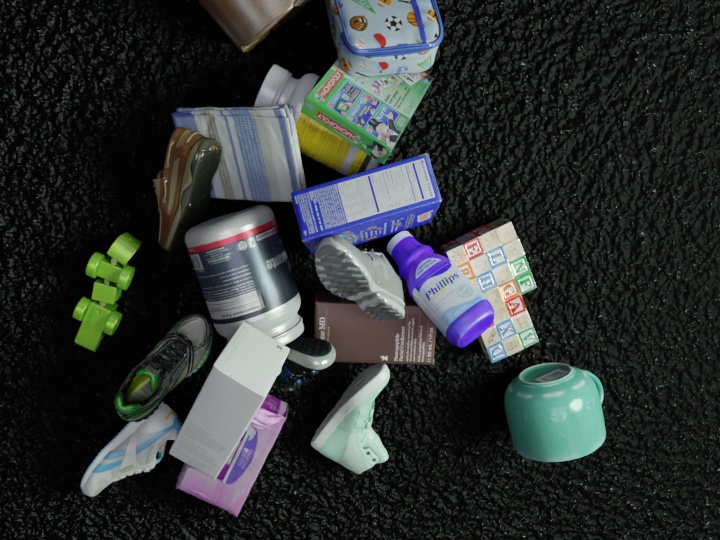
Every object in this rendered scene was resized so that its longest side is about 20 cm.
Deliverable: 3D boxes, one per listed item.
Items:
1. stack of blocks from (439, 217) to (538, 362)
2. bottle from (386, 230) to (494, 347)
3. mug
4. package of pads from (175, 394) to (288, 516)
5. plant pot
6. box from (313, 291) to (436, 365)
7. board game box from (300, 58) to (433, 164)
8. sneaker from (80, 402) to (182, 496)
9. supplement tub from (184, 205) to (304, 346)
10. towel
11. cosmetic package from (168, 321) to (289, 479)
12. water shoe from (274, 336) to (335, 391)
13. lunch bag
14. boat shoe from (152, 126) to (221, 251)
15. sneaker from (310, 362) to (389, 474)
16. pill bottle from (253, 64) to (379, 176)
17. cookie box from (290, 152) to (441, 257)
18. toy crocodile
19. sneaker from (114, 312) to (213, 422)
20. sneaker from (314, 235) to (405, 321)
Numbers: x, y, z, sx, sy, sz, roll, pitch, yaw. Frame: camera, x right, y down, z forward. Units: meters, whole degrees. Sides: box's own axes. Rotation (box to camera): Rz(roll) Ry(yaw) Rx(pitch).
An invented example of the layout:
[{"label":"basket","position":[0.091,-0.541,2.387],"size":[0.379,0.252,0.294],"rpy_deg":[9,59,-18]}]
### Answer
[{"label":"stack of blocks","position":[0.222,0.032,1.004],"size":[0.114,0.059,0.202],"rpy_deg":[-24,101,1]},{"label":"bottle","position":[0.116,0.021,0.944],"size":[0.083,0.066,0.201],"rpy_deg":[-34,61,-8]},{"label":"mug","position":[0.316,0.215,1.012],"size":[0.150,0.185,0.116],"rpy_deg":[-11,100,24]},{"label":"package of pads","position":[-0.213,0.290,1.020],"size":[0.119,0.076,0.202],"rpy_deg":[26,98,-7]},{"label":"plant pot","position":[-0.163,-0.427,0.837],"size":[0.199,0.201,0.199],"rpy_deg":[-37,108,4]},{"label":"box","position":[0.023,0.092,0.999],"size":[0.196,0.075,0.102],"rpy_deg":[2,101,-2]},{"label":"board game box","position":[0.015,-0.252,0.878],"size":[0.133,0.201,0.029],"rpy_deg":[31,140,-2]},{"label":"sneaker","position":[-0.377,0.305,1.012],"size":[0.081,0.077,0.200],"rpy_deg":[44,95,-3]},{"label":"supplement tub","position":[-0.172,0.015,0.937],"size":[0.138,0.140,0.203],"rpy_deg":[-17,102,0]},{"label":"towel","position":[-0.176,-0.171,0.907],"size":[0.197,0.024,0.149],"rpy_deg":[5,124,21]},{"label":"cosmetic package","position":[-0.187,0.187,0.879],"size":[0.084,0.108,0.201],"rpy_deg":[30,120,-3]},{"label":"water shoe","position":[-0.096,0.146,0.948],"size":[0.071,0.199,0.080],"rpy_deg":[-7,95,-32]},{"label":"lunch bag","position":[0.032,-0.375,0.870],"size":[0.157,0.076,0.203],"rpy_deg":[-9,73,-7]},{"label":"boat shoe","position":[-0.270,-0.124,0.926],"size":[0.073,0.076,0.202],"rpy_deg":[33,121,7]},{"label":"sneaker","position":[0.017,0.248,1.018],"size":[0.117,0.074,0.201],"rpy_deg":[35,113,-3]},{"label":"pill bottle","position":[-0.055,-0.220,0.914],"size":[0.198,0.111,0.113],"rpy_deg":[25,99,-8]},{"label":"cookie box","position":[0.009,-0.091,0.907],"size":[0.197,0.171,0.076],"rpy_deg":[-16,84,-1]},{"label":"toy crocodile","position":[-0.401,0.035,0.974],"size":[0.067,0.062,0.203],"rpy_deg":[21,103,-7]},{"label":"sneaker","position":[-0.303,0.152,0.966],"size":[0.078,0.085,0.201],"rpy_deg":[36,72,-1]},{"label":"sneaker","position":[0.000,0.000,0.892],"size":[0.074,0.083,0.200],"rpy_deg":[-11,146,27]}]
